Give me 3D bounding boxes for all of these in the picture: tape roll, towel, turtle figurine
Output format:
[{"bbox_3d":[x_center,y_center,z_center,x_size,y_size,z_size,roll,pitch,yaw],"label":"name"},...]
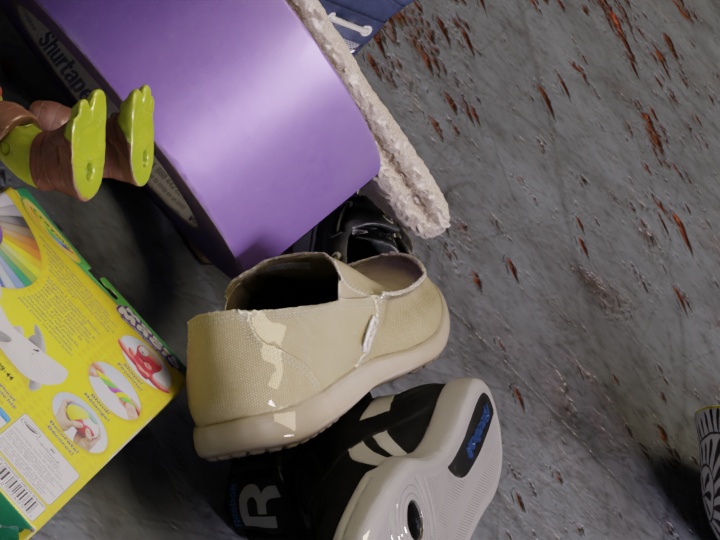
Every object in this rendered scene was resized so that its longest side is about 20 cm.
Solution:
[{"bbox_3d":[-0.085,-0.096,1.211,0.200,0.085,0.200,49,-9,10],"label":"tape roll"},{"bbox_3d":[-0.033,-0.105,1.307,0.200,0.034,0.133,55,-7,-36],"label":"towel"},{"bbox_3d":[-0.176,-0.061,1.074,0.161,0.065,0.200,10,-4,19],"label":"turtle figurine"}]

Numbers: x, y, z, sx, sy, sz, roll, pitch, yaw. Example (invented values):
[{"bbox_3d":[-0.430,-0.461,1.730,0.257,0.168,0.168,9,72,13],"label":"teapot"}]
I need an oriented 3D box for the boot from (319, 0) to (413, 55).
[{"bbox_3d":[-0.059,-0.193,1.517,0.200,0.090,0.073,32,28,-36],"label":"boot"}]

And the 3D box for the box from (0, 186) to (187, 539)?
[{"bbox_3d":[-0.144,0.038,1.056,0.117,0.048,0.200,49,24,-1],"label":"box"}]

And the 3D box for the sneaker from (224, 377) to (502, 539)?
[{"bbox_3d":[-0.014,0.107,1.116,0.200,0.112,0.073,-45,124,-66],"label":"sneaker"}]

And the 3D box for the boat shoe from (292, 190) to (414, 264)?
[{"bbox_3d":[0.000,0.000,1.350,0.069,0.057,0.200,55,24,-20],"label":"boat shoe"}]

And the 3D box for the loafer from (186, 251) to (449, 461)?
[{"bbox_3d":[-0.017,0.022,1.164,0.200,0.076,0.068,-39,118,-64],"label":"loafer"}]

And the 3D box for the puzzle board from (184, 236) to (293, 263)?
[{"bbox_3d":[-0.069,-0.071,1.406,0.151,0.017,0.200,56,23,15],"label":"puzzle board"}]

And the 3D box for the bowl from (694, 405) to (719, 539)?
[{"bbox_3d":[0.281,0.156,1.556,0.200,0.094,0.201,17,-11,3],"label":"bowl"}]
